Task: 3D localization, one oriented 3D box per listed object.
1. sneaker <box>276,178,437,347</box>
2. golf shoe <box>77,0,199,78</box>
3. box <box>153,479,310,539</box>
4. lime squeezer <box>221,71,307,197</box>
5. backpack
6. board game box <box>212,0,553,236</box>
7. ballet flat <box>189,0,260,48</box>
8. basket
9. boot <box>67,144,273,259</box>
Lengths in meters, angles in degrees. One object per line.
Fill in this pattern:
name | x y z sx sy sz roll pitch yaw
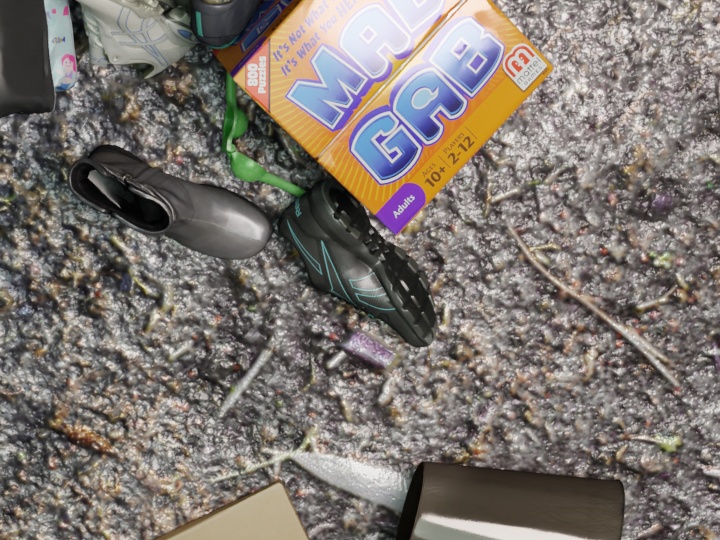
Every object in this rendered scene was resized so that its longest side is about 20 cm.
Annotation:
sneaker | 0.000 0.000 1.518 0.079 0.076 0.200 -29 109 29
golf shoe | -0.219 -0.221 1.393 0.097 0.199 0.079 -45 61 15
box | -0.136 0.327 1.591 0.199 0.021 0.165 -25 103 2
lime squeezer | -0.102 -0.132 1.488 0.070 0.038 0.201 -26 102 1
backpack | -0.355 -0.221 1.384 0.199 0.150 0.179 3 105 35
board game box | 0.013 -0.188 1.389 0.200 0.200 0.200 42 94 -18
ballet flat | -0.097 -0.291 1.393 0.073 0.073 0.201 32 67 -10
basket | 0.141 0.271 1.548 0.198 0.136 0.182 15 97 -4
boot | -0.177 -0.051 1.451 0.198 0.132 0.070 20 99 -8
